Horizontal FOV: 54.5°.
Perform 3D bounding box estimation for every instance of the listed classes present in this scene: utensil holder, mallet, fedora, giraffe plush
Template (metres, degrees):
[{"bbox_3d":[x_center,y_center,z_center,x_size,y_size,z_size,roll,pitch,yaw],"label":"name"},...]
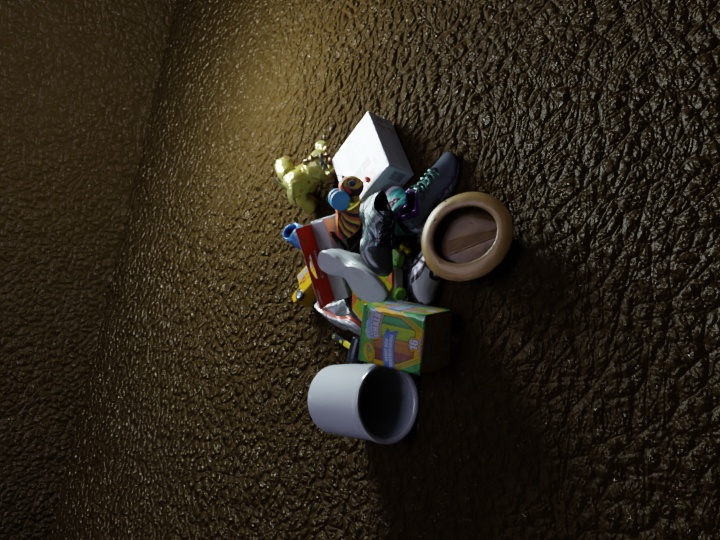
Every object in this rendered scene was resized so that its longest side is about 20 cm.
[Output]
[{"bbox_3d":[0.000,0.289,1.541,0.199,0.169,0.171,-11,70,52],"label":"utensil holder"},{"bbox_3d":[-0.031,0.170,1.696,0.200,0.041,0.066,-143,68,-67],"label":"mallet"},{"bbox_3d":[0.225,-0.062,1.426,0.199,0.082,0.202,-10,71,30],"label":"fedora"},{"bbox_3d":[-0.136,-0.271,1.927,0.162,0.200,0.173,-33,83,12],"label":"giraffe plush"}]

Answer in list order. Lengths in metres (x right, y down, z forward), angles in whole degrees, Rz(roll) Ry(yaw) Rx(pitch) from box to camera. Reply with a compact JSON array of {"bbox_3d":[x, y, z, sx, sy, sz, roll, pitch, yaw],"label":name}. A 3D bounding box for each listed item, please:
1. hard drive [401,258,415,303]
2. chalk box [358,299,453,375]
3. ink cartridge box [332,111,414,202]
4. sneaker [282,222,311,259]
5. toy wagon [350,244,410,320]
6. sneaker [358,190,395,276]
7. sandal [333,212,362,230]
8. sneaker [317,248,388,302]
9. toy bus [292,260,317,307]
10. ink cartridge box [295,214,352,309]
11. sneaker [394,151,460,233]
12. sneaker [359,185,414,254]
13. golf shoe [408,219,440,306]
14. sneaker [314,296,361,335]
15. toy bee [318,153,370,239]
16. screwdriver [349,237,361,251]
[{"bbox_3d":[0.075,0.080,1.623,0.139,0.038,0.202,-10,69,50],"label":"hard drive"},{"bbox_3d":[0.077,0.133,1.473,0.199,0.123,0.125,8,97,35],"label":"chalk box"},{"bbox_3d":[0.026,-0.263,1.763,0.176,0.083,0.201,-47,45,34],"label":"ink cartridge box"},{"bbox_3d":[-0.145,-0.084,1.792,0.076,0.105,0.200,-51,7,-4],"label":"sneaker"},{"bbox_3d":[0.048,0.026,1.612,0.155,0.039,0.201,47,115,48],"label":"toy wagon"},{"bbox_3d":[0.040,-0.085,1.558,0.079,0.075,0.201,-42,52,50],"label":"sneaker"},{"bbox_3d":[-0.042,-0.125,1.785,0.200,0.081,0.055,3,123,64],"label":"sandal"},{"bbox_3d":[0.000,0.000,1.597,0.200,0.088,0.076,35,127,27],"label":"sneaker"},{"bbox_3d":[-0.107,0.010,1.854,0.200,0.065,0.079,-47,45,32],"label":"toy bus"},{"bbox_3d":[-0.074,-0.025,1.677,0.043,0.173,0.201,-15,96,22],"label":"ink cartridge box"},{"bbox_3d":[0.151,-0.184,1.558,0.074,0.087,0.201,24,87,47],"label":"sneaker"},{"bbox_3d":[0.075,-0.092,1.651,0.201,0.083,0.121,-66,29,10],"label":"sneaker"},{"bbox_3d":[0.163,-0.018,1.512,0.094,0.077,0.202,0,79,51],"label":"golf shoe"},{"bbox_3d":[-0.035,0.101,1.744,0.199,0.077,0.082,19,72,48],"label":"sneaker"},{"bbox_3d":[-0.023,-0.179,1.655,0.131,0.108,0.201,-109,8,-54],"label":"toy bee"},{"bbox_3d":[0.028,-0.113,1.766,0.200,0.028,0.029,-47,16,41],"label":"screwdriver"}]
